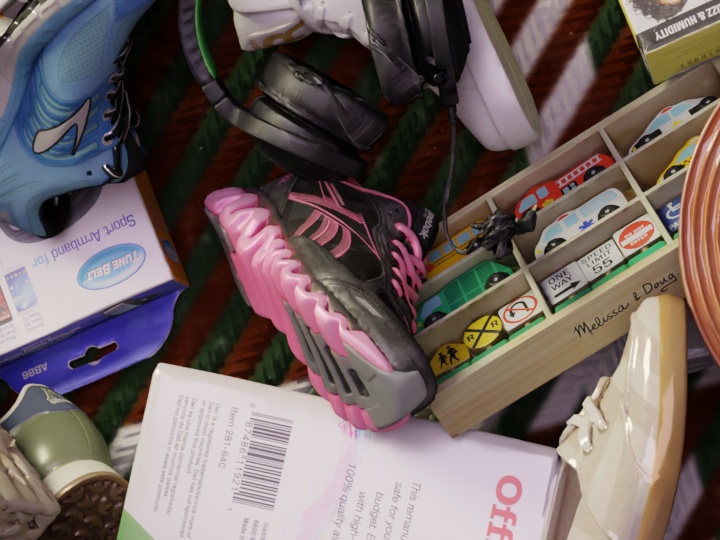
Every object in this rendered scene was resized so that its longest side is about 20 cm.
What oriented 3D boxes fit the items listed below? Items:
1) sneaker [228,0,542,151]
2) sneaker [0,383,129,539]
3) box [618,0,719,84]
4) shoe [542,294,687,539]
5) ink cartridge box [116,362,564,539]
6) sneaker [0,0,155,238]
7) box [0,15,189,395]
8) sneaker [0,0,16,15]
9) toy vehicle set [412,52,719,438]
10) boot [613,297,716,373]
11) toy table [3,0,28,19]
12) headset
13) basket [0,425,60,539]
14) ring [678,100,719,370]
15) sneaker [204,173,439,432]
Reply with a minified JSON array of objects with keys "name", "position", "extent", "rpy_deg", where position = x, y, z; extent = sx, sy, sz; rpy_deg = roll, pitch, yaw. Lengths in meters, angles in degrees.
[{"name":"sneaker","position":[0.001,-0.121,1.318],"extent":[0.115,0.074,0.201],"rpy_deg":[-31,69,7]},{"name":"sneaker","position":[-0.195,0.139,1.325],"extent":[0.200,0.067,0.090],"rpy_deg":[-45,48,16]},{"name":"box","position":[0.134,-0.196,1.299],"extent":[0.075,0.050,0.201],"rpy_deg":[-22,72,6]},{"name":"shoe","position":[0.104,0.107,1.187],"extent":[0.053,0.070,0.202],"rpy_deg":[11,95,-1]},{"name":"ink cartridge box","position":[-0.010,0.137,1.276],"extent":[0.198,0.084,0.146],"rpy_deg":[11,85,12]},{"name":"sneaker","position":[-0.127,-0.088,1.265],"extent":[0.090,0.079,0.200],"rpy_deg":[35,133,-8]},{"name":"box","position":[-0.168,-0.040,1.350],"extent":[0.118,0.041,0.201],"rpy_deg":[-24,77,6]},{"name":"sneaker","position":[-0.227,-0.125,1.251],"extent":[0.199,0.077,0.082],"rpy_deg":[-28,103,22]},{"name":"toy vehicle set","position":[0.106,-0.014,1.262],"extent":[0.199,0.124,0.027],"rpy_deg":[-32,122,4]},{"name":"boot","position":[0.206,-0.010,1.244],"extent":[0.199,0.096,0.074],"rpy_deg":[-32,96,5]},{"name":"toy table","position":[-0.175,-0.219,1.311],"extent":[0.199,0.117,0.184],"rpy_deg":[33,64,10]},{"name":"headset","position":[0.003,-0.087,1.223],"extent":[0.123,0.094,0.200],"rpy_deg":[-40,95,5]},{"name":"basket","position":[-0.251,0.078,1.236],"extent":[0.123,0.135,0.200],"rpy_deg":[-45,70,10]},{"name":"ring","position":[0.236,-0.016,1.188],"extent":[0.199,0.019,0.202],"rpy_deg":[0,90,-3]},{"name":"sneaker","position":[0.000,0.000,1.258],"extent":[0.095,0.079,0.200],"rpy_deg":[-24,34,-11]}]
